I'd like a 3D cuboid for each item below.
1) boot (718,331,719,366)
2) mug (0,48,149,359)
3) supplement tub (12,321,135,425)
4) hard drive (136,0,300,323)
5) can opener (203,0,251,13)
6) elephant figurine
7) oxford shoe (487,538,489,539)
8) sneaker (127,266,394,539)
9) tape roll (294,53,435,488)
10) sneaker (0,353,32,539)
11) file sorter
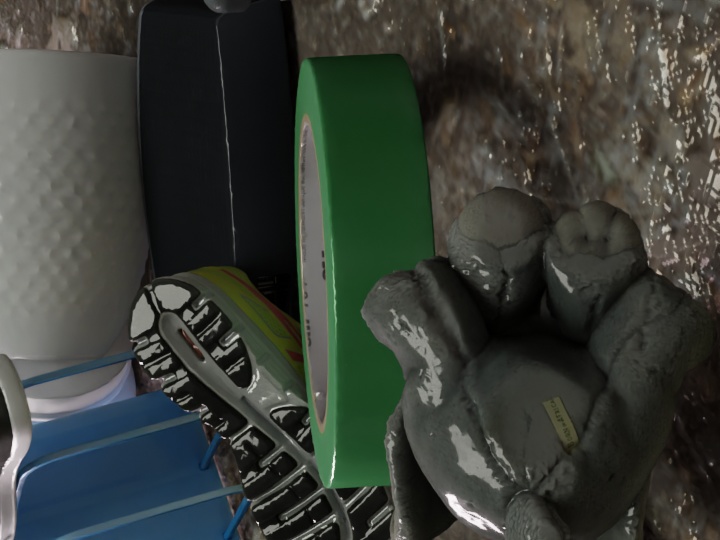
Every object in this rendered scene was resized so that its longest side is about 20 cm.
[{"bbox_3d":[0.157,0.113,0.860,0.155,0.071,0.202,-38,66,60],"label":"boot"},{"bbox_3d":[-0.219,-0.037,1.309,0.147,0.198,0.177,179,92,-68],"label":"mug"},{"bbox_3d":[-0.225,0.107,1.445,0.145,0.144,0.201,56,142,35],"label":"supplement tub"},{"bbox_3d":[-0.081,-0.055,1.247,0.135,0.042,0.202,17,113,58],"label":"hard drive"},{"bbox_3d":[-0.057,-0.235,1.135,0.053,0.066,0.202,-2,93,61],"label":"can opener"},{"bbox_3d":[0.072,0.066,0.902,0.141,0.155,0.200,41,160,18],"label":"elephant figurine"},{"bbox_3d":[0.123,0.189,0.965,0.075,0.070,0.201,79,165,-63],"label":"oxford shoe"},{"bbox_3d":[-0.033,0.074,1.169,0.078,0.090,0.201,-34,93,25],"label":"sneaker"},{"bbox_3d":[0.000,0.000,1.040,0.200,0.048,0.203,176,90,-84],"label":"tape roll"},{"bbox_3d":[-0.243,0.116,1.224,0.071,0.098,0.200,65,156,23],"label":"sneaker"},{"bbox_3d":[-0.126,0.156,1.272,0.123,0.138,0.202,119,133,-63],"label":"file sorter"}]
